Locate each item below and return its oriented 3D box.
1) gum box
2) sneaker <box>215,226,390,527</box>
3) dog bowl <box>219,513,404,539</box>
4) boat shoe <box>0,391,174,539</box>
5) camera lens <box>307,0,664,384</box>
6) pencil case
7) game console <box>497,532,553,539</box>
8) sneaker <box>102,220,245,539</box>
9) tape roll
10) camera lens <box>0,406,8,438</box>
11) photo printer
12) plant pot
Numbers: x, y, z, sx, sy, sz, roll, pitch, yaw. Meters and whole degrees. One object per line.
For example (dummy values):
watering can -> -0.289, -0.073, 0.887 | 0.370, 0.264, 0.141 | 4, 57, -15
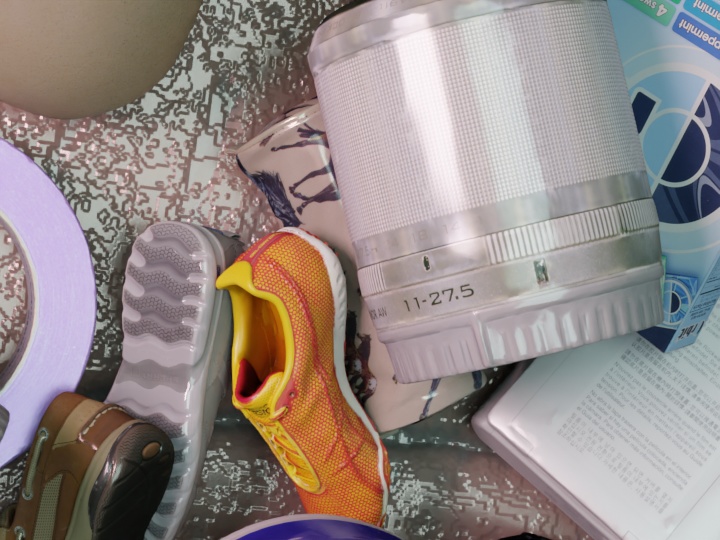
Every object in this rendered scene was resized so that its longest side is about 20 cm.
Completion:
gum box -> 0.155, -0.086, 1.026 | 0.169, 0.044, 0.201 | 36, 115, 26
sneaker -> -0.038, 0.076, 1.031 | 0.077, 0.073, 0.202 | -33, 116, -37
dog bowl -> -0.021, 0.230, 0.952 | 0.198, 0.079, 0.203 | 0, 91, -12
boat shoe -> -0.163, 0.153, 1.017 | 0.074, 0.075, 0.201 | 32, 114, 20
camera lens -> 0.066, -0.055, 0.969 | 0.158, 0.160, 0.202 | -13, 89, -12
pencil case -> 0.000, 0.000, 1.064 | 0.078, 0.089, 0.202 | -30, 99, -39
game console -> 0.116, 0.265, 1.082 | 0.115, 0.176, 0.202 | 14, 87, 15
sneaker -> -0.098, 0.070, 1.044 | 0.074, 0.082, 0.202 | 23, 106, 24
tape roll -> -0.245, 0.017, 1.014 | 0.198, 0.066, 0.203 | 0, 91, -14
camera lens -> -0.289, 0.076, 0.882 | 0.199, 0.160, 0.161 | 34, 84, -11
photo printer -> 0.188, 0.069, 1.092 | 0.166, 0.070, 0.200 | 40, 80, 11
plant pot -> -0.158, -0.161, 0.983 | 0.199, 0.201, 0.135 | -27, 132, -11
